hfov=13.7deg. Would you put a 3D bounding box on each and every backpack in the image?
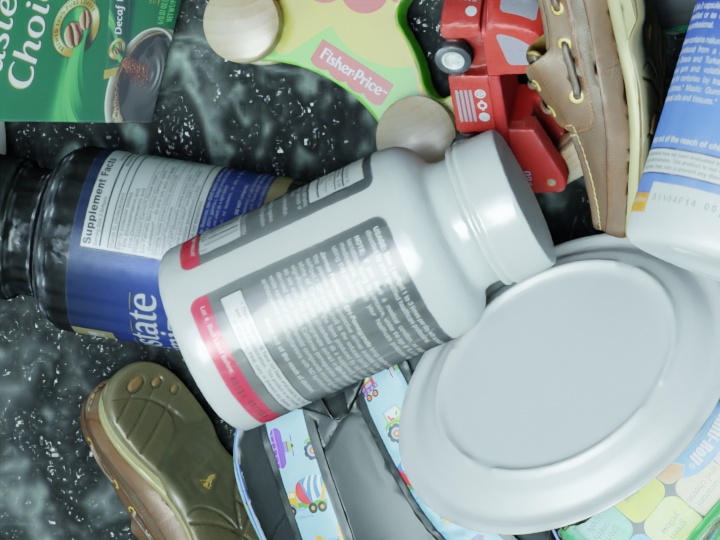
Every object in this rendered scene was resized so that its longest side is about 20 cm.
[{"bbox_3d":[0.029,0.130,1.741,0.182,0.135,0.200,-26,88,20],"label":"backpack"}]

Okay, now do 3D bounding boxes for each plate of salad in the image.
[{"bbox_3d":[0.113,0.064,1.616,0.200,0.200,0.048,-19,133,20],"label":"plate of salad"}]

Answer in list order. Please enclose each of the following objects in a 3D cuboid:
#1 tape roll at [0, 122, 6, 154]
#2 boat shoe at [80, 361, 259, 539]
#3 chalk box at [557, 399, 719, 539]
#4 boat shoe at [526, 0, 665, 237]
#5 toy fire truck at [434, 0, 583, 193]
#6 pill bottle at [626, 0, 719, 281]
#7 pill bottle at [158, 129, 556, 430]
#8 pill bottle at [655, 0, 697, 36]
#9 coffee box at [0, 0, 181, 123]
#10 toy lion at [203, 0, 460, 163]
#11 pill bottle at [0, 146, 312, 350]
[{"bbox_3d":[-0.289,-0.110,1.776,0.071,0.202,0.203,-16,93,20],"label":"tape roll"},{"bbox_3d":[-0.101,0.148,1.829,0.200,0.072,0.068,56,143,-5],"label":"boat shoe"},{"bbox_3d":[0.199,0.127,1.649,0.124,0.200,0.125,41,108,9],"label":"chalk box"},{"bbox_3d":[0.122,-0.110,1.576,0.067,0.072,0.201,1,120,15],"label":"boat shoe"},{"bbox_3d":[0.123,-0.075,1.668,0.141,0.049,0.200,0,131,13],"label":"toy fire truck"},{"bbox_3d":[0.215,-0.093,1.527,0.112,0.112,0.201,17,86,15],"label":"pill bottle"},{"bbox_3d":[0.000,0.000,1.639,0.200,0.111,0.111,-24,90,11],"label":"pill bottle"},{"bbox_3d":[0.187,-0.190,1.653,0.199,0.113,0.113,-10,95,20],"label":"pill bottle"},{"bbox_3d":[-0.188,-0.146,1.738,0.044,0.200,0.123,25,106,37],"label":"coffee box"},{"bbox_3d":[0.015,-0.178,1.744,0.200,0.069,0.192,34,99,10],"label":"toy lion"},{"bbox_3d":[-0.126,-0.012,1.771,0.199,0.112,0.112,9,101,9],"label":"pill bottle"}]
